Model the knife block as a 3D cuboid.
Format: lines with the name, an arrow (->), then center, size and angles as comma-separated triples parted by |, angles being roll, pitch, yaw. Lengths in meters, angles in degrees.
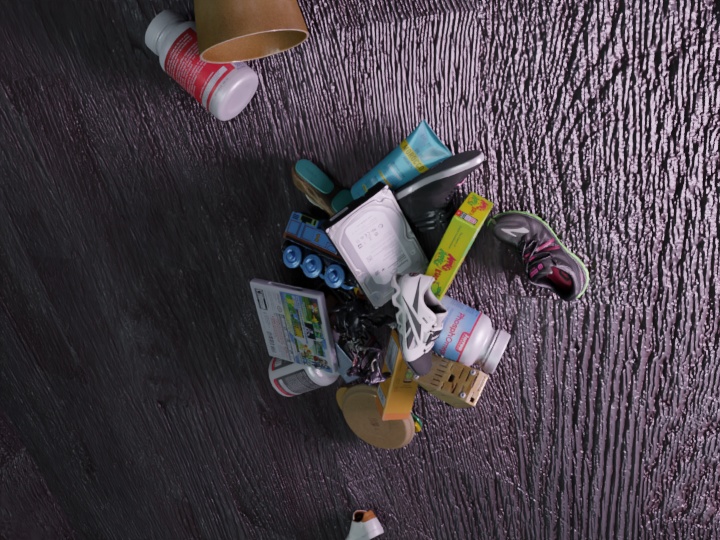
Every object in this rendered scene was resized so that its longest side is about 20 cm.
knife block -> 0.192, 0.234, 1.188 | 0.199, 0.064, 0.175 | 14, 160, 47

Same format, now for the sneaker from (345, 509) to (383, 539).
sneaker -> 0.002, 0.725, 1.693 | 0.085, 0.072, 0.200 | 63, 143, 23

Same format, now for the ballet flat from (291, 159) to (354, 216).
ballet flat -> -0.058, -0.135, 1.171 | 0.199, 0.068, 0.072 | 38, 151, 5

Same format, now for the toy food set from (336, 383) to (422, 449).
toy food set -> 0.041, 0.347, 1.424 | 0.199, 0.049, 0.199 | -24, 105, 39

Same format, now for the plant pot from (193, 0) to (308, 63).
plant pot -> -0.196, -0.466, 0.976 | 0.185, 0.186, 0.202 | -5, 103, 33

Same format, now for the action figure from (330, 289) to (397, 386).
action figure -> 0.005, 0.123, 1.214 | 0.118, 0.102, 0.202 | 3, 110, 37

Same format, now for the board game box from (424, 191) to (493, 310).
board game box -> 0.164, -0.031, 1.072 | 0.047, 0.102, 0.201 | 29, 130, 10

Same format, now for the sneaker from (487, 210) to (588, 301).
sneaker -> 0.299, -0.026, 1.005 | 0.199, 0.084, 0.077 | 38, 131, 4

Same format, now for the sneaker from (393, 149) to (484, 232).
sneaker -> 0.152, -0.132, 1.039 | 0.199, 0.071, 0.100 | -24, 106, 46

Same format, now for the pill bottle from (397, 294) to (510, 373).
pill bottle -> 0.180, 0.115, 1.152 | 0.199, 0.109, 0.109 | 26, 129, 14

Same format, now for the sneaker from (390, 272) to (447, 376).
sneaker -> 0.115, 0.101, 1.066 | 0.088, 0.074, 0.202 | -3, 113, 28

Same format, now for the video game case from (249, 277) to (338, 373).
video game case -> -0.140, 0.118, 1.273 | 0.181, 0.022, 0.202 | 10, 125, 29

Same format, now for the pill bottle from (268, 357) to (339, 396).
pill bottle -> -0.114, 0.221, 1.395 | 0.199, 0.111, 0.111 | -25, 105, 40

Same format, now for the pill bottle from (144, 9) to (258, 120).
pill bottle -> -0.298, -0.385, 1.115 | 0.200, 0.112, 0.112 | 41, 131, 1

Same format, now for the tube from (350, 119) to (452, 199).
tube -> 0.067, -0.183, 1.075 | 0.077, 0.051, 0.199 | 46, 127, -14

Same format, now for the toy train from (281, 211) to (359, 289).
toy train -> -0.068, -0.039, 1.188 | 0.199, 0.086, 0.115 | 24, 97, 27

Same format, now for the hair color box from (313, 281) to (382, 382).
hair color box -> -0.051, 0.133, 1.308 | 0.200, 0.099, 0.060 | 50, 133, -6

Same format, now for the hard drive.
hard drive -> 0.033, -0.042, 1.100 | 0.201, 0.139, 0.038 | 59, 172, -32

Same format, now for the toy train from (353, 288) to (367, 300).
toy train -> 0.000, 0.000, 1.222 | 0.199, 0.056, 0.151 | -28, 103, 40

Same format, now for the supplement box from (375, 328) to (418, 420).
supplement box -> 0.086, 0.221, 1.273 | 0.066, 0.069, 0.202 | 3, 119, -18
